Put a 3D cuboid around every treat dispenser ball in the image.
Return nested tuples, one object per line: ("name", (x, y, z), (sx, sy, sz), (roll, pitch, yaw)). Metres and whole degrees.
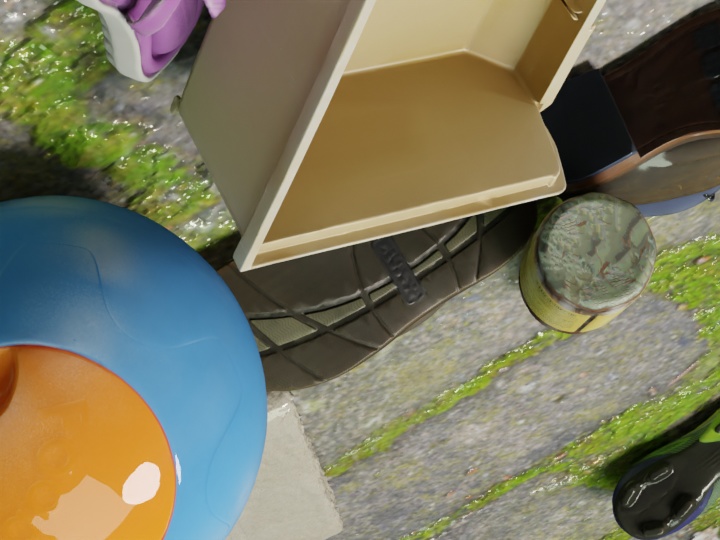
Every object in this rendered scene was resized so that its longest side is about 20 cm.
("treat dispenser ball", (-0.144, 0.065, 0.991), (0.200, 0.201, 0.201), (-17, 150, -10))

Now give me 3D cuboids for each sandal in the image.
("sandal", (-0.070, -0.122, 0.831), (0.083, 0.050, 0.203), (-60, 176, -8))
("sandal", (0.000, 0.000, 1.132), (0.199, 0.082, 0.055), (-31, -174, -6))

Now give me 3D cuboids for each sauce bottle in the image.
("sauce bottle", (0.117, 0.002, 1.154), (0.064, 0.065, 0.200), (-20, 174, -4))

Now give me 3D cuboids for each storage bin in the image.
("storage bin", (0.040, -0.113, 0.918), (0.198, 0.094, 0.200), (-14, 149, -31))

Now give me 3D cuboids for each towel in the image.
("towel", (-0.087, 0.138, 1.315), (0.132, 0.035, 0.200), (-22, 149, -4))

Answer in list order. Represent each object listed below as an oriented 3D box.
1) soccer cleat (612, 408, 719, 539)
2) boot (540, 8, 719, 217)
("soccer cleat", (0.269, 0.127, 1.532), (0.200, 0.065, 0.084), (-33, 179, 8))
("boot", (0.183, -0.083, 1.120), (0.199, 0.075, 0.097), (-16, 161, 7))
